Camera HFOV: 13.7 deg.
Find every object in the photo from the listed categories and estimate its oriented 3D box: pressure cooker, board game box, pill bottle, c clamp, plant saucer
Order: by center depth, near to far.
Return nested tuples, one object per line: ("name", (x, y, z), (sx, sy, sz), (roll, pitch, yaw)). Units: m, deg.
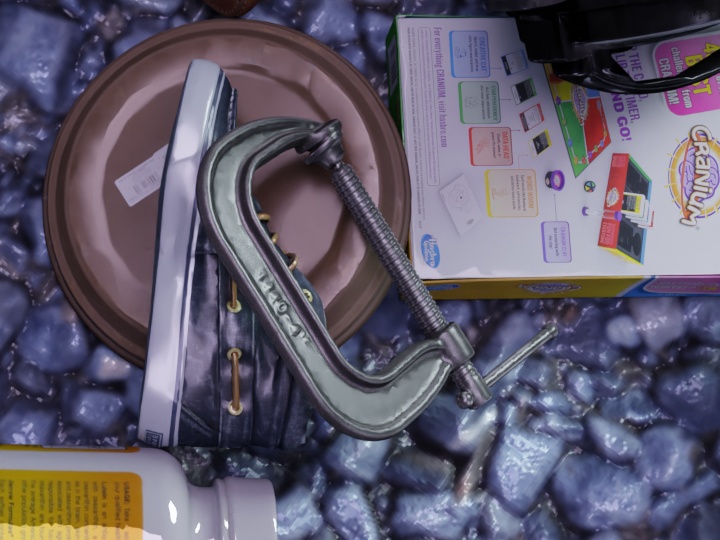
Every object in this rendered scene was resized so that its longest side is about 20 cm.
("pill bottle", (-0.145, 0.144, 1.512), (0.199, 0.111, 0.112), (2, 75, -8))
("c clamp", (0.000, 0.000, 1.538), (0.200, 0.027, 0.171), (55, 46, -10))
("pressure cooker", (0.151, -0.194, 1.567), (0.175, 0.179, 0.201), (-9, 101, 11))
("plant saucer", (-0.072, -0.039, 1.595), (0.199, 0.029, 0.201), (-1, 81, 4))
("board game box", (0.117, -0.062, 1.644), (0.199, 0.040, 0.154), (0, 75, -8))

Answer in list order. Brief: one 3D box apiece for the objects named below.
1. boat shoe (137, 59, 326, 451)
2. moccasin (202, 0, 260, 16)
("boat shoe", (-0.061, -0.005, 1.545), (0.090, 0.071, 0.201), (6, 81, -6))
("moccasin", (-0.130, -0.210, 1.622), (0.201, 0.074, 0.078), (47, 50, 5))
